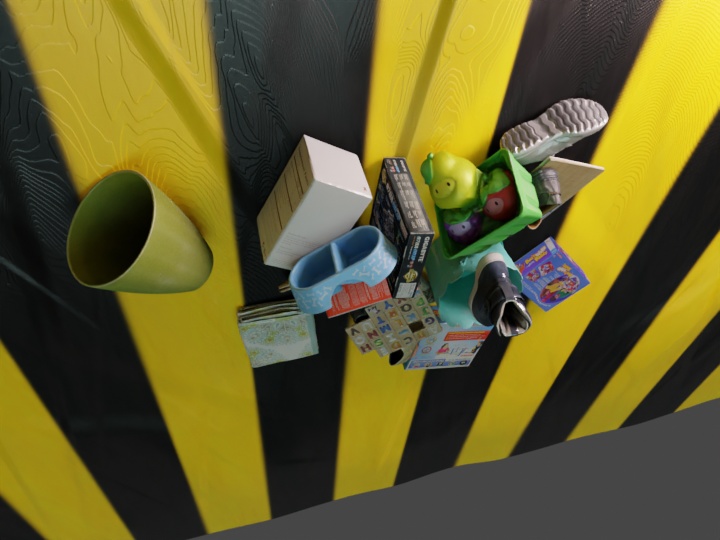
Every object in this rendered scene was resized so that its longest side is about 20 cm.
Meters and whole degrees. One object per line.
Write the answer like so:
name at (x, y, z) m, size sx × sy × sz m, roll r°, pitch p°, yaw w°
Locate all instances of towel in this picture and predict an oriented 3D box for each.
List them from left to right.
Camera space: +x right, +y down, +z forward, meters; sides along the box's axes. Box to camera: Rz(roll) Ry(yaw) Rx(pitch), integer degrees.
towel at (-0.185, 0.143, 1.281) m, size 0.167 × 0.049 × 0.202 m, roll -9°, pitch 139°, yaw -5°

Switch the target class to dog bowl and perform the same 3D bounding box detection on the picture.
dog bowl at (-0.035, -0.006, 0.945) m, size 0.197 × 0.113 × 0.050 m, roll -27°, pitch 128°, yaw 8°

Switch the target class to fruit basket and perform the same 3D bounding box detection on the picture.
fruit basket at (0.199, -0.129, 1.023) m, size 0.210 × 0.159 × 0.217 m, roll -7°, pitch 157°, yaw -3°

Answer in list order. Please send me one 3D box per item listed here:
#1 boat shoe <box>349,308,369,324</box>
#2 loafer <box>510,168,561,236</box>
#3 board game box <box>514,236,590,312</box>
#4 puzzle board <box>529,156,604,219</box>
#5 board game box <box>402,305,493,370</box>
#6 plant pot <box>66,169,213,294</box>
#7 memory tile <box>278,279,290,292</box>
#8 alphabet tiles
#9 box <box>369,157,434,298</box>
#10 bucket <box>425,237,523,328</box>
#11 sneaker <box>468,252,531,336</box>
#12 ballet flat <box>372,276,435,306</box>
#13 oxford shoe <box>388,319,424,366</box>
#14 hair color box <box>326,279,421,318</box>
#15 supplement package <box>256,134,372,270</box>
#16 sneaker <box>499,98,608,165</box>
boat shoe at (0.030, 0.129, 1.331) m, size 0.068 × 0.057 × 0.200 m, roll -31°, pitch 138°, yaw 16°
loafer at (0.323, -0.112, 1.097) m, size 0.071 × 0.074 × 0.201 m, roll -3°, pitch 154°, yaw -15°
board game box at (0.458, 0.015, 1.365) m, size 0.134 × 0.045 × 0.199 m, roll -38°, pitch 135°, yaw 22°
puzzle board at (0.365, -0.158, 1.127) m, size 0.148 × 0.018 × 0.200 m, roll 2°, pitch 152°, yaw -28°
board game box at (0.223, 0.175, 1.451) m, size 0.195 × 0.057 × 0.198 m, roll 0°, pitch 136°, yaw -20°
plant pot at (-0.345, -0.038, 0.943) m, size 0.185 × 0.190 × 0.200 m, roll -29°, pitch 153°, yaw 14°
memory tile at (-0.065, -0.003, 1.111) m, size 0.196 × 0.017 × 0.153 m, roll -21°, pitch -176°, yaw 3°
alphabet tiles at (0.072, 0.125, 1.273) m, size 0.197 × 0.008 × 0.168 m, roll -25°, pitch 130°, yaw 10°
box at (0.068, -0.077, 1.005) m, size 0.045 × 0.203 × 0.161 m, roll -2°, pitch 137°, yaw -14°
bucket at (0.239, 0.010, 1.212) m, size 0.202 × 0.137 × 0.210 m, roll -10°, pitch 140°, yaw -8°
sneaker at (0.270, 0.086, 1.093) m, size 0.075 × 0.148 × 0.204 m, roll -15°, pitch 140°, yaw -3°
ballet flat at (0.096, 0.039, 1.256) m, size 0.195 × 0.068 × 0.077 m, roll -3°, pitch 122°, yaw -13°
oxford shoe at (0.111, 0.151, 1.343) m, size 0.073 × 0.070 × 0.204 m, roll -30°, pitch 137°, yaw -42°
hair color box at (0.024, 0.035, 1.170) m, size 0.196 × 0.063 × 0.101 m, roll -18°, pitch -177°, yaw 11°
supplement package at (-0.087, -0.108, 0.980) m, size 0.115 × 0.119 × 0.201 m, roll 14°, pitch 131°, yaw -32°
sneaker at (0.352, -0.250, 1.031) m, size 0.196 × 0.076 × 0.082 m, roll -18°, pitch 156°, yaw 9°
